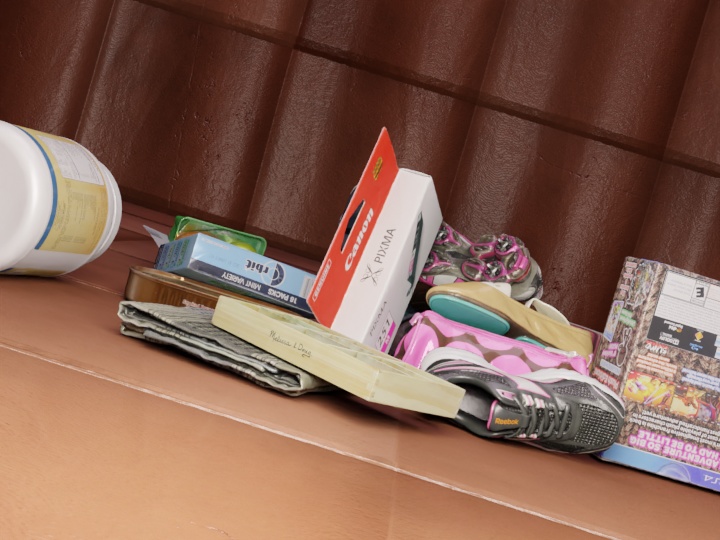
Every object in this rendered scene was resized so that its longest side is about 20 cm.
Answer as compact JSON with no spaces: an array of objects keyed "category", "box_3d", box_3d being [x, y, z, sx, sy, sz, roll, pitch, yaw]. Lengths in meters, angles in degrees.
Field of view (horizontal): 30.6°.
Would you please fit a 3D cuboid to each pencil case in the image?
[{"category":"pencil case","box_3d":[0.131,0.103,1.318,0.198,0.095,0.091,16,14,5]}]

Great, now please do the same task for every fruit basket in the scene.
[{"category":"fruit basket","box_3d":[-0.184,0.002,1.743,0.184,0.095,0.200,15,19,-30]}]

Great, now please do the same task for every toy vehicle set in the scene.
[{"category":"toy vehicle set","box_3d":[-0.021,0.074,1.145,0.199,0.027,0.124,22,3,40]}]

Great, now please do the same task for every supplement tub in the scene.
[{"category":"supplement tub","box_3d":[-0.336,-0.068,1.319,0.143,0.146,0.200,17,3,14]}]

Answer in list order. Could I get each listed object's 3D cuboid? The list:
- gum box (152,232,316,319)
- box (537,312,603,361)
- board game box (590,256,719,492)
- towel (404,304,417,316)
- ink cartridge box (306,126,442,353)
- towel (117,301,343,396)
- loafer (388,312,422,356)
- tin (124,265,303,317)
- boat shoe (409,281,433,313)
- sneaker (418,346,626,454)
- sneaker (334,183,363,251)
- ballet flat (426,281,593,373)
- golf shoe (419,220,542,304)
[{"category":"gum box","box_3d":[-0.140,0.010,1.529,0.168,0.045,0.200,20,-10,-18]},{"category":"box","box_3d":[0.178,0.100,1.506,0.127,0.110,0.199,18,3,41]},{"category":"board game box","box_3d":[0.327,0.106,1.334,0.158,0.202,0.097,17,2,-9]},{"category":"towel","box_3d":[0.099,0.049,1.659,0.022,0.148,0.199,20,3,31]},{"category":"ink cartridge box","box_3d":[0.020,-0.014,1.313,0.043,0.202,0.174,17,-21,18]},{"category":"towel","box_3d":[-0.104,0.075,1.186,0.191,0.035,0.200,21,2,18]},{"category":"loafer","box_3d":[0.104,0.098,1.560,0.063,0.073,0.199,23,3,37]},{"category":"tin","box_3d":[-0.158,0.039,1.417,0.198,0.042,0.112,17,7,7]},{"category":"boat shoe","box_3d":[0.109,0.022,1.583,0.074,0.076,0.202,2,-18,21]},{"category":"sneaker","box_3d":[0.143,0.132,1.214,0.197,0.081,0.086,9,13,9]},{"category":"sneaker","box_3d":[0.000,0.000,1.525,0.078,0.203,0.079,9,15,37]},{"category":"ballet flat","box_3d":[0.156,0.050,1.364,0.199,0.064,0.069,29,-32,-17]},{"category":"golf shoe","box_3d":[0.109,-0.003,1.449,0.198,0.073,0.092,18,-21,37]}]
